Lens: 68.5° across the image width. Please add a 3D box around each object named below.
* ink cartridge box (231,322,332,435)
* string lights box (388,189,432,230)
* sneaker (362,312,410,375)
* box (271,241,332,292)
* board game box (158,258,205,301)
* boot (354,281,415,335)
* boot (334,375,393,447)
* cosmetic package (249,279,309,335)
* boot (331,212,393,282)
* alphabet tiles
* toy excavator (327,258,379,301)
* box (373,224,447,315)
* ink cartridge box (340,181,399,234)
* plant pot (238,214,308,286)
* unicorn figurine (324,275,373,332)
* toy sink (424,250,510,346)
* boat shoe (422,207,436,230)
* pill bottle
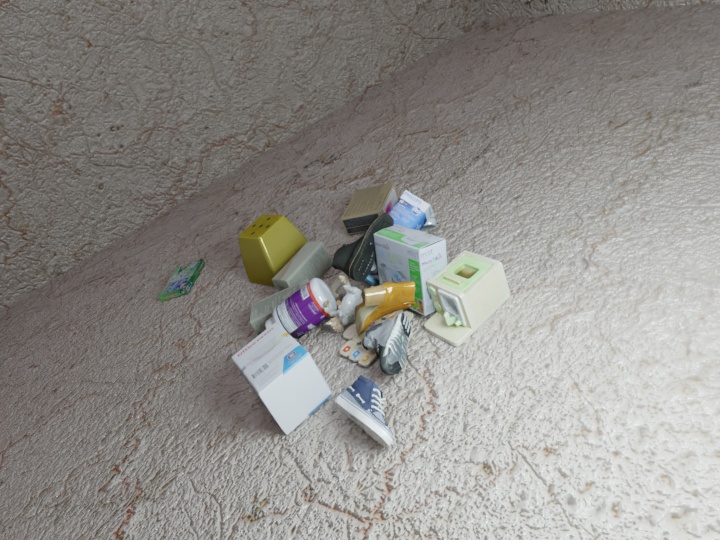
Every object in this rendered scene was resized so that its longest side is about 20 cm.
[{"bbox_3d":[-0.194,0.256,1.286,0.145,0.149,0.199,-37,32,-17],"label":"ink cartridge box"},{"bbox_3d":[0.124,-0.135,1.622,0.102,0.059,0.202,34,80,26],"label":"string lights box"},{"bbox_3d":[0.050,0.186,1.259,0.113,0.077,0.201,-17,21,25],"label":"sneaker"},{"bbox_3d":[-0.186,0.002,1.716,0.076,0.097,0.201,3,40,41],"label":"box"},{"bbox_3d":[-0.723,0.037,2.146,0.131,0.030,0.202,-17,32,19],"label":"board game box"},{"bbox_3d":[0.063,0.098,1.330,0.139,0.203,0.073,-5,58,-15],"label":"boot"},{"bbox_3d":[0.025,0.292,1.133,0.090,0.074,0.198,-43,33,-17],"label":"boot"},{"bbox_3d":[-0.231,0.116,1.600,0.195,0.072,0.106,-23,30,7],"label":"cosmetic package"},{"bbox_3d":[-0.002,-0.079,1.474,0.137,0.077,0.203,20,74,53],"label":"boot"},{"bbox_3d":[0.042,0.166,1.368,0.195,0.015,0.197,-43,34,-25],"label":"alphabet tiles"},{"bbox_3d":[0.000,0.000,1.547,0.195,0.099,0.201,3,73,37],"label":"toy excavator"},{"bbox_3d":[0.134,-0.008,1.383,0.095,0.182,0.198,-21,26,-28],"label":"box"},{"bbox_3d":[0.036,-0.224,1.899,0.160,0.076,0.202,-7,35,28],"label":"ink cartridge box"},{"bbox_3d":[-0.312,-0.084,1.860,0.196,0.179,0.201,7,44,43],"label":"plant pot"},{"bbox_3d":[-0.025,0.082,1.458,0.201,0.138,0.073,-50,45,-11],"label":"unicorn figurine"},{"bbox_3d":[0.242,0.060,1.275,0.198,0.114,0.129,-38,32,-19],"label":"toy sink"},{"bbox_3d":[0.145,-0.155,1.700,0.193,0.074,0.069,-10,74,8],"label":"boat shoe"},{"bbox_3d":[-0.169,0.119,1.486,0.198,0.113,0.113,-36,28,13],"label":"pill bottle"}]
